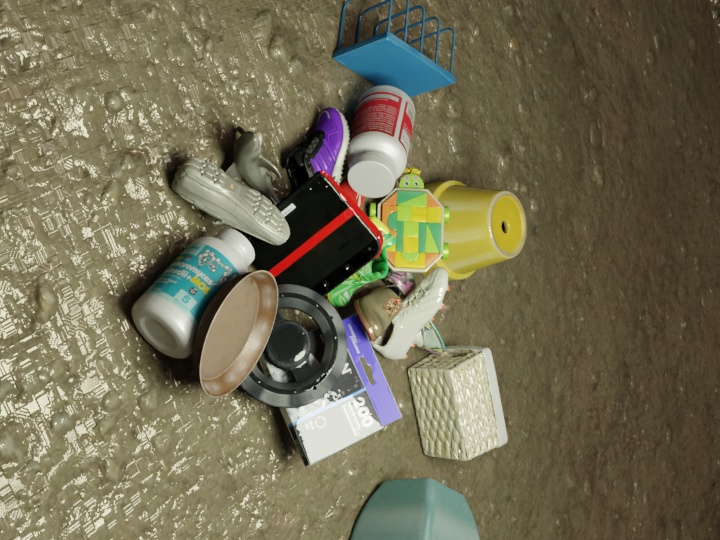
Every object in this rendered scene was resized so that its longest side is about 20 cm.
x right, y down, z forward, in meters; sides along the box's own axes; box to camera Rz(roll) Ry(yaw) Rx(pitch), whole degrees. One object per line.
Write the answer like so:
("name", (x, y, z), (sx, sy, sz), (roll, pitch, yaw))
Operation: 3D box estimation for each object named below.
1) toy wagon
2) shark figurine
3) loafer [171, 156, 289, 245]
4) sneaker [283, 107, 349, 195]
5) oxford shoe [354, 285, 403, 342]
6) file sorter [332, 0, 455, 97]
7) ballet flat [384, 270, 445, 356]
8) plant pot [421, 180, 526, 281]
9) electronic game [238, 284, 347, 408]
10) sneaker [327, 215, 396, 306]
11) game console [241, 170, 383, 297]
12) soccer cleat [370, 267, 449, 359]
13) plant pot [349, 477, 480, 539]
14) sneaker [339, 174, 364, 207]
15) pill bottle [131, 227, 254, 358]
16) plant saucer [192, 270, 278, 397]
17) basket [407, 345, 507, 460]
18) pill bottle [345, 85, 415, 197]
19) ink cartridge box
("toy wagon", (0.091, -0.098, 1.701), (0.152, 0.040, 0.204), (3, 83, -3))
("shark figurine", (-0.180, -0.144, 1.477), (0.089, 0.128, 0.216), (-36, 134, -15))
("loafer", (-0.200, -0.099, 1.405), (0.199, 0.070, 0.070), (35, 35, -14))
("sneaker", (-0.082, -0.200, 1.572), (0.099, 0.069, 0.203), (19, 71, -36))
("oxford shoe", (0.036, 0.064, 1.600), (0.071, 0.074, 0.200), (62, 11, -15))
("file sorter", (0.069, -0.429, 1.702), (0.199, 0.137, 0.125), (20, 69, -44))
("ballet flat", (0.096, 0.088, 1.747), (0.071, 0.069, 0.202), (-30, 105, -24))
("plant pot", (0.216, -0.082, 1.792), (0.199, 0.187, 0.204), (3, 85, -46))
("electronic game", (-0.118, 0.121, 1.461), (0.197, 0.042, 0.203), (3, 73, -9))
("sneaker", (0.000, 0.000, 1.554), (0.083, 0.201, 0.074), (36, 41, 8))
("game console", (-0.080, -0.045, 1.476), (0.177, 0.199, 0.031), (47, 19, -20))
("soccer cleat", (0.094, 0.077, 1.679), (0.077, 0.069, 0.202), (25, 104, -27))
("plant pot", (0.105, 0.490, 1.636), (0.195, 0.194, 0.203), (36, 54, -38))
("sneaker", (-0.027, -0.088, 1.607), (0.077, 0.084, 0.202), (47, 56, -35))
("pill bottle", (-0.241, 0.026, 1.354), (0.201, 0.110, 0.111), (-53, 123, -35))
("plant saucer", (-0.189, 0.089, 1.343), (0.201, 0.034, 0.202), (-51, 154, -37))
("basket", (0.188, 0.262, 1.774), (0.122, 0.134, 0.203), (-20, 101, -43))
("pill bottle", (0.034, -0.230, 1.629), (0.112, 0.111, 0.202), (47, 38, -33))
("ink cartridge box", (-0.044, 0.194, 1.513), (0.198, 0.043, 0.200), (-23, 84, -24))
